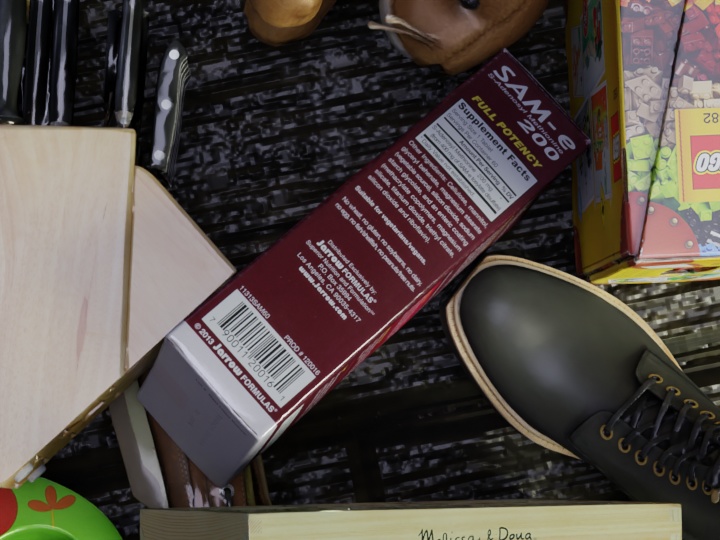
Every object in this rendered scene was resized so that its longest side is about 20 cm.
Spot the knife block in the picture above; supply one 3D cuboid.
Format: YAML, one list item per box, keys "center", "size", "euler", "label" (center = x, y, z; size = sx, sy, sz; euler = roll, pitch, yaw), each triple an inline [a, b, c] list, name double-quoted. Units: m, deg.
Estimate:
- center: [-0.144, -0.027, 0.960]
  size: [0.200, 0.064, 0.176]
  euler: [-43, 86, -6]
  label: "knife block"

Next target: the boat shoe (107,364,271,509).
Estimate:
- center: [-0.056, 0.130, 0.994]
  size: [0.068, 0.072, 0.201]
  euler: [-18, 88, 0]
  label: "boat shoe"

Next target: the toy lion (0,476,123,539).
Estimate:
- center: [-0.195, 0.130, 0.975]
  size: [0.199, 0.069, 0.192]
  euler: [7, 59, -9]
  label: "toy lion"

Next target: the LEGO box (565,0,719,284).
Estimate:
- center: [0.137, -0.073, 0.942]
  size: [0.077, 0.200, 0.149]
  euler: [-2, 88, 0]
  label: "LEGO box"

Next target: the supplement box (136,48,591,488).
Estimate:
- center: [0.000, 0.000, 0.956]
  size: [0.200, 0.109, 0.061]
  euler: [-41, 86, -21]
  label: "supplement box"

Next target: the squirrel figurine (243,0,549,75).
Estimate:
- center: [0.013, -0.186, 0.971]
  size: [0.186, 0.142, 0.200]
  euler: [26, 79, 10]
  label: "squirrel figurine"

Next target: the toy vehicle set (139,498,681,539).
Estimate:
- center: [0.020, 0.113, 0.933]
  size: [0.199, 0.124, 0.027]
  euler: [2, 85, -26]
  label: "toy vehicle set"

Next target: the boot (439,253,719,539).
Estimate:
- center: [0.134, 0.066, 0.951]
  size: [0.200, 0.138, 0.078]
  euler: [38, 84, -10]
  label: "boot"

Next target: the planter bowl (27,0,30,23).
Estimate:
- center: [-0.238, -0.079, 0.997]
  size: [0.200, 0.083, 0.201]
  euler: [0, 87, -1]
  label: "planter bowl"
